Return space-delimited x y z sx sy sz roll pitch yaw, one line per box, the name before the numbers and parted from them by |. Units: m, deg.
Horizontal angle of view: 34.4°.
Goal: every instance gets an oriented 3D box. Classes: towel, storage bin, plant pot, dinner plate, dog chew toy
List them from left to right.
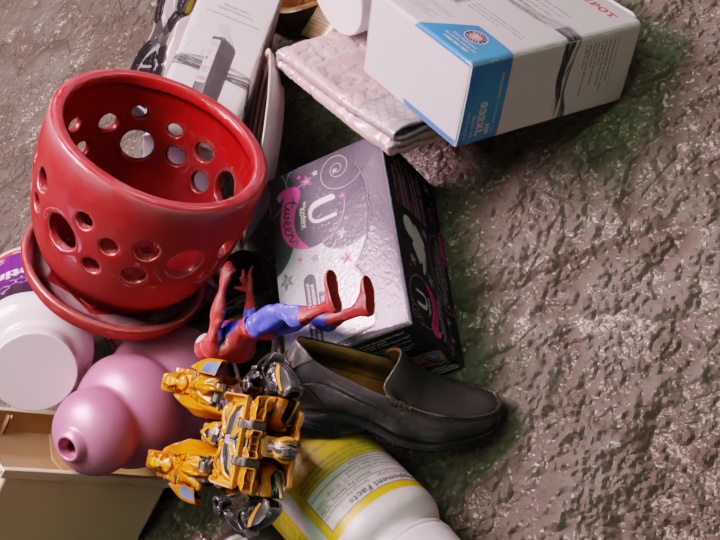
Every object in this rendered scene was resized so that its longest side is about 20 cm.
storage bin | -0.318 0.178 1.114 0.198 0.199 0.094 36 103 38
plant pot | -0.204 -0.055 1.061 0.183 0.199 0.201 -62 42 37
dog chew toy | -0.206 0.125 1.079 0.123 0.200 0.126 8 109 25
dinner plate | -0.099 -0.120 1.171 0.024 0.200 0.202 9 65 -10
towel | 0.050 -0.188 1.108 0.199 0.032 0.191 -21 45 -30

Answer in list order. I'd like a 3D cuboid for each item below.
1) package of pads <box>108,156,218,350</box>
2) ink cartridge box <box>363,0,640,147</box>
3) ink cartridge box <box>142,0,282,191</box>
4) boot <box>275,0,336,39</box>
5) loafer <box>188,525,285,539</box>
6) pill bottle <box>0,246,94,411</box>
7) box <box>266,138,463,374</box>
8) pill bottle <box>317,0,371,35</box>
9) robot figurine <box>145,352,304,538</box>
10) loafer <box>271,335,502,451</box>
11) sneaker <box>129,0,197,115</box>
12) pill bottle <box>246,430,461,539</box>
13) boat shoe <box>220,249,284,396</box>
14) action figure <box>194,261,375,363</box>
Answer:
package of pads | -0.241 -0.015 1.249 0.120 0.076 0.201 -42 52 12
ink cartridge box | 0.125 -0.200 1.040 0.199 0.084 0.145 -18 45 -30
ink cartridge box | -0.157 -0.190 1.225 0.083 0.144 0.202 20 70 -4
boot | -0.046 -0.331 1.290 0.199 0.074 0.155 32 87 26
loafer | -0.140 0.276 1.051 0.199 0.073 0.072 -26 50 8
pill bottle | -0.317 0.057 1.129 0.113 0.112 0.200 -46 25 4
box | 0.000 0.000 1.066 0.131 0.115 0.202 -21 57 21
pill bottle | 0.057 -0.307 1.132 0.199 0.114 0.113 -26 48 -23
robot figurine | -0.111 0.136 0.953 0.199 0.058 0.147 -3 76 59
loafer | 0.028 0.100 0.967 0.073 0.198 0.073 -104 23 -57
sneaker | -0.205 -0.249 1.347 0.074 0.081 0.201 39 109 42
pill bottle | -0.006 0.202 0.970 0.115 0.114 0.200 -50 51 1
boat shoe | -0.098 0.053 1.127 0.074 0.073 0.201 -34 54 13
action figure | -0.079 0.020 0.993 0.199 0.065 0.100 -25 65 39
